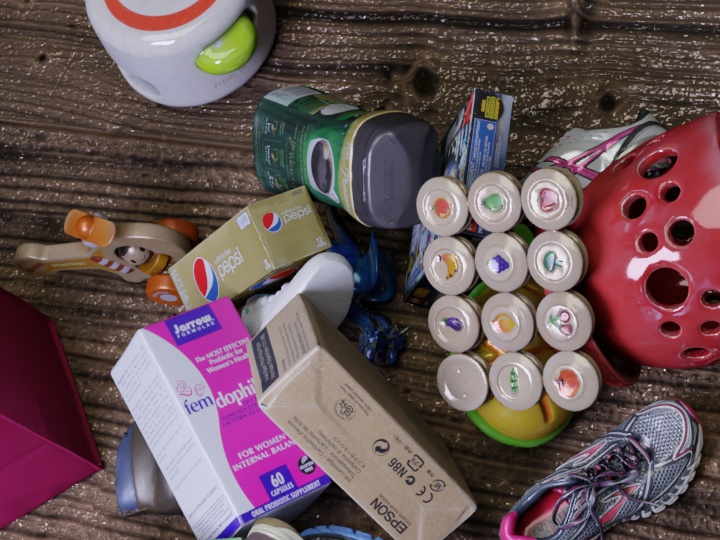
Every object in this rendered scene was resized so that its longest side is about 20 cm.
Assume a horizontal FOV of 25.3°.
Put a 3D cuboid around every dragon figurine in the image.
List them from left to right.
[{"bbox_3d":[0.000,0.000,1.533,0.099,0.059,0.201,-4,67,23],"label":"dragon figurine"}]

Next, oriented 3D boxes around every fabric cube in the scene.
[{"bbox_3d":[-0.408,0.138,1.574,0.199,0.200,0.197,-30,58,9],"label":"fabric cube"}]

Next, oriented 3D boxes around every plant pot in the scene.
[{"bbox_3d":[0.257,-0.011,1.346,0.182,0.200,0.201,-21,61,24],"label":"plant pot"}]

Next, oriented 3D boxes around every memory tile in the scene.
[{"bbox_3d":[0.119,0.018,1.306,0.153,0.017,0.201,-1,101,34],"label":"memory tile"}]

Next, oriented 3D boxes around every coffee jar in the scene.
[{"bbox_3d":[-0.012,-0.103,1.457,0.200,0.085,0.105,22,120,50],"label":"coffee jar"}]

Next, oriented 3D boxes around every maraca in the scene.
[{"bbox_3d":[0.144,0.057,1.410,0.107,0.137,0.201,-25,47,56],"label":"maraca"}]

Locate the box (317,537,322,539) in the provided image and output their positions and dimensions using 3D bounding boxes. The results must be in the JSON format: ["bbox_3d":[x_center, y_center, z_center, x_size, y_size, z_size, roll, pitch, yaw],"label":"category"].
[{"bbox_3d":[-0.014,0.354,1.309,0.200,0.198,0.050,-54,13,2],"label":"box"}]

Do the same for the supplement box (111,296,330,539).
[{"bbox_3d":[-0.129,0.141,1.453,0.101,0.103,0.200,-22,73,-32],"label":"supplement box"}]

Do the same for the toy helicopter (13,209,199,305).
[{"bbox_3d":[-0.268,-0.019,1.619,0.199,0.132,0.079,-5,67,23],"label":"toy helicopter"}]

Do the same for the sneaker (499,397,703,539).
[{"bbox_3d":[0.205,0.183,1.352,0.200,0.075,0.081,-42,58,2],"label":"sneaker"}]

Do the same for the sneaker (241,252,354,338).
[{"bbox_3d":[-0.075,0.044,1.494,0.089,0.075,0.200,59,134,35],"label":"sneaker"}]

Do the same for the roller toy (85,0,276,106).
[{"bbox_3d":[-0.186,-0.275,1.690,0.182,0.140,0.201,-3,64,11],"label":"roller toy"}]

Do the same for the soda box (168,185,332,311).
[{"bbox_3d":[-0.107,-0.011,1.508,0.068,0.200,0.064,-22,85,-32],"label":"soda box"}]

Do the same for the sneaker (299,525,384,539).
[{"bbox_3d":[0.016,0.281,1.396,0.199,0.071,0.083,20,71,27],"label":"sneaker"}]

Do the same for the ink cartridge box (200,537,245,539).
[{"bbox_3d":[-0.169,0.300,1.426,0.199,0.146,0.085,-6,63,21],"label":"ink cartridge box"}]

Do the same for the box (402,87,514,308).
[{"bbox_3d":[0.086,-0.060,1.447,0.040,0.200,0.137,12,69,-8],"label":"box"}]

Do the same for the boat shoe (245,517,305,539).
[{"bbox_3d":[-0.040,0.303,1.354,0.072,0.201,0.066,-20,19,50],"label":"boat shoe"}]

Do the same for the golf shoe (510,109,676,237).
[{"bbox_3d":[0.194,-0.082,1.479,0.199,0.073,0.092,-19,55,4],"label":"golf shoe"}]

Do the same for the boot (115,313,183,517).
[{"bbox_3d":[-0.199,0.143,1.552,0.097,0.075,0.201,-17,64,13],"label":"boot"}]

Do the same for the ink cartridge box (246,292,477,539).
[{"bbox_3d":[-0.003,0.130,1.365,0.075,0.200,0.165,-43,15,3],"label":"ink cartridge box"}]
